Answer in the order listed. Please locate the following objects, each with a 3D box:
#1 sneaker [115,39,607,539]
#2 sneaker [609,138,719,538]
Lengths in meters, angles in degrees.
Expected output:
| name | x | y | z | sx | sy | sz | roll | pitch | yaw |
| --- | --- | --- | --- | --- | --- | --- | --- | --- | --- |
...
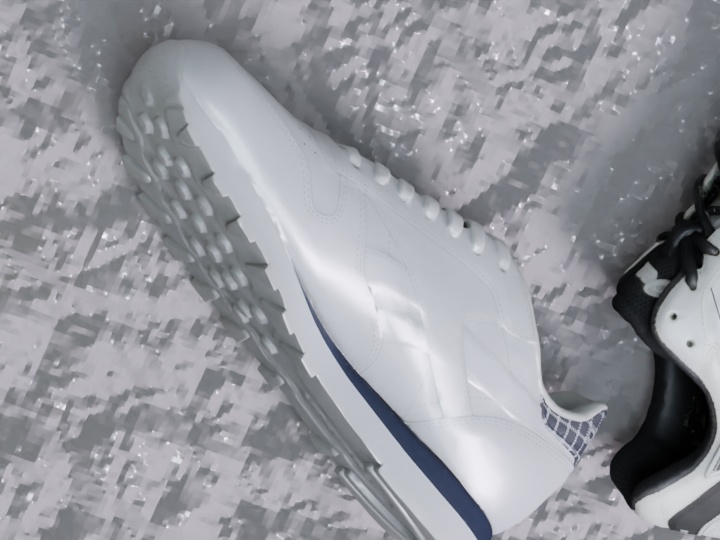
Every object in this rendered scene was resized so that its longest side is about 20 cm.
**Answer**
| name | x | y | z | sx | sy | sz | roll | pitch | yaw |
| --- | --- | --- | --- | --- | --- | --- | --- | --- | --- |
| sneaker | 0.000 | 0.000 | 0.934 | 0.080 | 0.076 | 0.200 | -40 | 116 | -12 |
| sneaker | 0.126 | -0.005 | 0.954 | 0.088 | 0.076 | 0.200 | 1 | 105 | -14 |
